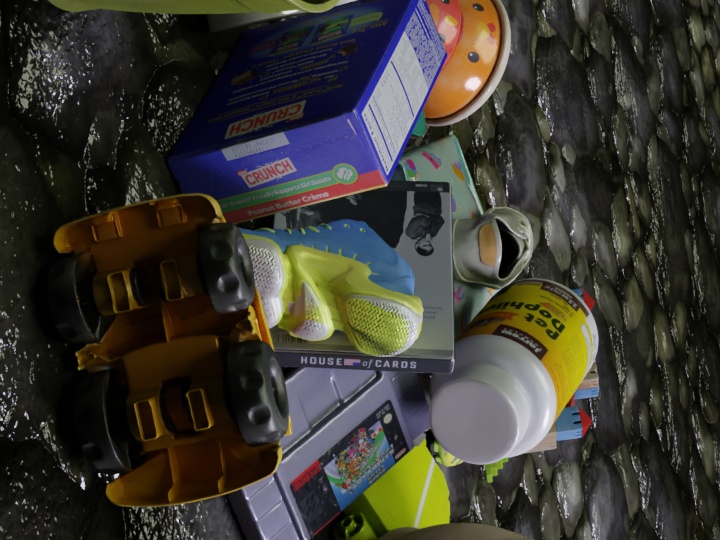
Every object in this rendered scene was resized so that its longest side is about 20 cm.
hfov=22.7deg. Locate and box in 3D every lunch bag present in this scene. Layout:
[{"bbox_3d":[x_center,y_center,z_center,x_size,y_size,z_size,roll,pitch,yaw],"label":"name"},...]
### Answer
[{"bbox_3d":[0.048,-0.007,1.623,0.170,0.122,0.200,-32,106,-64],"label":"lunch bag"}]

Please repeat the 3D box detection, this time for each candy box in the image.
[{"bbox_3d":[-0.038,-0.131,1.413,0.077,0.169,0.200,63,31,-27],"label":"candy box"}]

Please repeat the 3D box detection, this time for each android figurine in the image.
[{"bbox_3d":[0.027,0.197,1.603,0.200,0.041,0.182,59,32,-34],"label":"android figurine"}]

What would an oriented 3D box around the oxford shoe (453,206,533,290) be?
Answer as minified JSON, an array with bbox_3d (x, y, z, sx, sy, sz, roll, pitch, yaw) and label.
[{"bbox_3d":[0.127,-0.021,1.592,0.200,0.058,0.075,-6,89,-68],"label":"oxford shoe"}]

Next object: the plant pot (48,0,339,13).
[{"bbox_3d":[-0.131,-0.258,1.220,0.200,0.193,0.201,30,56,-59],"label":"plant pot"}]

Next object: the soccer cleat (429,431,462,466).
[{"bbox_3d":[0.103,0.140,1.697,0.200,0.084,0.065,73,9,-69],"label":"soccer cleat"}]

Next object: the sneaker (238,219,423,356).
[{"bbox_3d":[-0.046,-0.001,1.376,0.105,0.200,0.076,-76,-170,-55],"label":"sneaker"}]

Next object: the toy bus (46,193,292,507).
[{"bbox_3d":[-0.117,0.045,1.253,0.192,0.136,0.200,-34,111,-78],"label":"toy bus"}]

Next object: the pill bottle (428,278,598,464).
[{"bbox_3d":[0.127,0.087,1.521,0.200,0.109,0.109,-43,122,-60],"label":"pill bottle"}]

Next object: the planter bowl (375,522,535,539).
[{"bbox_3d":[0.067,0.294,1.504,0.200,0.135,0.200,-22,123,-38],"label":"planter bowl"}]

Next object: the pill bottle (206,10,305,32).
[{"bbox_3d":[-0.096,-0.294,1.405,0.112,0.112,0.200,-25,106,-65],"label":"pill bottle"}]

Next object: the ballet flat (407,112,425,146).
[{"bbox_3d":[-0.010,-0.154,1.599,0.200,0.068,0.068,38,47,-56],"label":"ballet flat"}]

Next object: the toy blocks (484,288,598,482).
[{"bbox_3d":[0.180,0.104,1.815,0.100,0.137,0.200,77,5,-65],"label":"toy blocks"}]

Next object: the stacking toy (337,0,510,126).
[{"bbox_3d":[0.031,-0.229,1.685,0.200,0.146,0.146,18,65,-44],"label":"stacking toy"}]

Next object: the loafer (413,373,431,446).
[{"bbox_3d":[0.001,0.068,1.507,0.063,0.072,0.200,-48,121,-8],"label":"loafer"}]

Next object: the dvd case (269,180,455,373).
[{"bbox_3d":[0.000,0.000,1.445,0.025,0.150,0.200,93,-1,-46],"label":"dvd case"}]

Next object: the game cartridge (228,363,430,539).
[{"bbox_3d":[-0.028,0.126,1.423,0.200,0.038,0.130,-38,116,-33],"label":"game cartridge"}]
